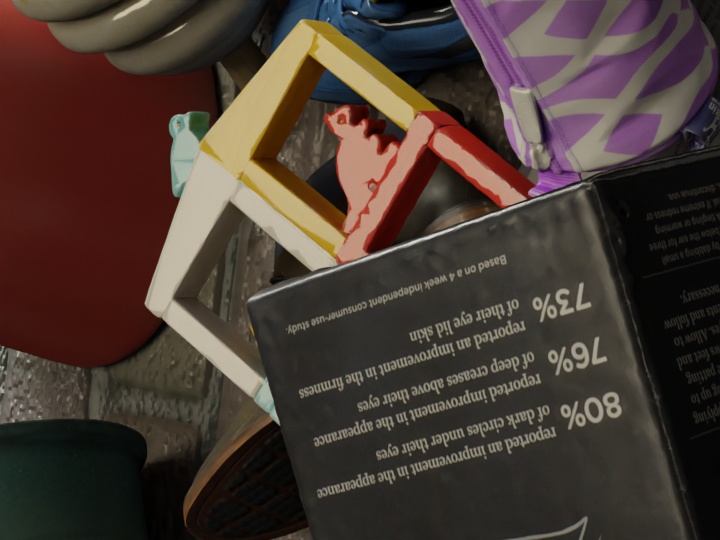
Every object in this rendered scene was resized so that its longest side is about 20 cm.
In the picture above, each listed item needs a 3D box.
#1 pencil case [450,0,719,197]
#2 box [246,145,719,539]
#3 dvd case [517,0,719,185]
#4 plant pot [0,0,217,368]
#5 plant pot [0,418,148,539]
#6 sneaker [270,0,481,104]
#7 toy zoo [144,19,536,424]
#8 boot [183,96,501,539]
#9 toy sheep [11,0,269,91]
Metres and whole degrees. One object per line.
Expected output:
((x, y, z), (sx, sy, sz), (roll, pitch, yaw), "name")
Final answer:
((0.044, -0.115, 0.724), (0.086, 0.200, 0.084), (-47, 36, -18), "pencil case")
((0.071, 0.078, 0.707), (0.147, 0.104, 0.201), (-17, 87, 40), "box")
((0.140, -0.038, 0.760), (0.200, 0.025, 0.151), (51, 122, 44), "dvd case")
((-0.191, -0.061, 1.062), (0.200, 0.176, 0.202), (-13, 73, 49), "plant pot")
((-0.167, 0.192, 0.988), (0.200, 0.199, 0.197), (-33, 67, 44), "plant pot")
((0.012, -0.110, 0.894), (0.199, 0.078, 0.067), (-7, 80, 52), "sneaker")
((0.000, 0.000, 0.829), (0.200, 0.020, 0.132), (40, 111, 23), "toy zoo")
((-0.006, 0.023, 0.907), (0.200, 0.074, 0.097), (-44, 41, 26), "boot")
((-0.097, -0.151, 0.968), (0.137, 0.200, 0.138), (-31, 33, 23), "toy sheep")
